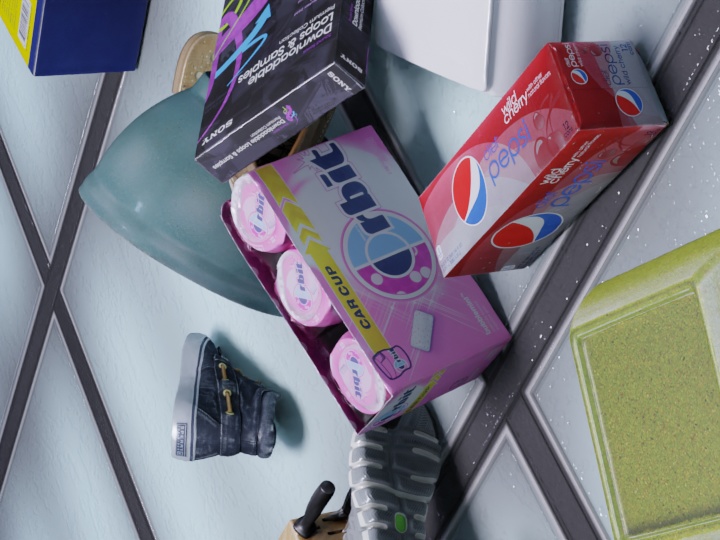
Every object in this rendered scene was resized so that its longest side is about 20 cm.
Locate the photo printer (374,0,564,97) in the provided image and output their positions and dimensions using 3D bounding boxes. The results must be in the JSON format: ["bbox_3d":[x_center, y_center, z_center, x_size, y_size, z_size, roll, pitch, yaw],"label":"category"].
[{"bbox_3d":[0.074,-0.229,1.320,0.166,0.069,0.202,34,125,56],"label":"photo printer"}]

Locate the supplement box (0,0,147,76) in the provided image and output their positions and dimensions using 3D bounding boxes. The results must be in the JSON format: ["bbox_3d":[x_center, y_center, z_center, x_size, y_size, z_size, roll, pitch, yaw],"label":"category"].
[{"bbox_3d":[-0.294,-0.291,1.958,0.200,0.108,0.110,56,142,41],"label":"supplement box"}]

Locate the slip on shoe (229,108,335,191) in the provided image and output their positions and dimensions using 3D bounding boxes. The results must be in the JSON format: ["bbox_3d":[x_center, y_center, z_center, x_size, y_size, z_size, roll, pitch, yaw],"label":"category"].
[{"bbox_3d":[-0.049,-0.144,1.499,0.061,0.076,0.201,114,177,-74],"label":"slip on shoe"}]

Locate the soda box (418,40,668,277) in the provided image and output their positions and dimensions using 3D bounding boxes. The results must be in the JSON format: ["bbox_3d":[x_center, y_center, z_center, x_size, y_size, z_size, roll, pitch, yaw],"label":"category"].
[{"bbox_3d":[0.111,-0.069,1.281,0.200,0.070,0.064,-50,51,54],"label":"soda box"}]

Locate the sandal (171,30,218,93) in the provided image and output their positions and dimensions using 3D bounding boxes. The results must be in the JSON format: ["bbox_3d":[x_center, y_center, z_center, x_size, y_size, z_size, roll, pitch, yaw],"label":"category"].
[{"bbox_3d":[-0.132,-0.096,1.728,0.070,0.077,0.213,-148,62,-63],"label":"sandal"}]

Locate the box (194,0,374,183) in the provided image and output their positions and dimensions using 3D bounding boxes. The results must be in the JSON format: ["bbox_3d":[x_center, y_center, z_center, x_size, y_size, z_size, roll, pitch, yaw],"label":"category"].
[{"bbox_3d":[-0.049,-0.171,1.430,0.143,0.036,0.201,-32,37,33],"label":"box"}]

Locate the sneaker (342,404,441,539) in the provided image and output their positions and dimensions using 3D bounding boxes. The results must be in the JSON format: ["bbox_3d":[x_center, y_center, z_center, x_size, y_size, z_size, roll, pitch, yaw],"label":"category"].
[{"bbox_3d":[0.000,0.189,1.477,0.115,0.075,0.201,-42,35,46],"label":"sneaker"}]

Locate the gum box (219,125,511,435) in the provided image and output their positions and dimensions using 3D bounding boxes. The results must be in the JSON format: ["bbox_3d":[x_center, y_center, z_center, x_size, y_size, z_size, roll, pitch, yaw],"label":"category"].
[{"bbox_3d":[0.000,0.000,1.409,0.201,0.113,0.066,57,144,16],"label":"gum box"}]

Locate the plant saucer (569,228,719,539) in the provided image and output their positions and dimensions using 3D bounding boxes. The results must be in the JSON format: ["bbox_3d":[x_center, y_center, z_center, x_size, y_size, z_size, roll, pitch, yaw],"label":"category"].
[{"bbox_3d":[0.192,0.085,1.185,0.200,0.048,0.201,-30,69,60],"label":"plant saucer"}]

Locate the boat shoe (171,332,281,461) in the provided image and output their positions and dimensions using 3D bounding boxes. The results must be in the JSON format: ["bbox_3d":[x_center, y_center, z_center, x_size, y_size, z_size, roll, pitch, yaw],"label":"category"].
[{"bbox_3d":[-0.115,0.115,1.759,0.200,0.090,0.071,-94,9,-69],"label":"boat shoe"}]

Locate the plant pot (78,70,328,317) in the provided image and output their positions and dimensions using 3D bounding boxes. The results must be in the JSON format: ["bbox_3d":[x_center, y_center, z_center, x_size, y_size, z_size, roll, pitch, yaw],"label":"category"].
[{"bbox_3d":[-0.104,-0.073,1.590,0.135,0.200,0.200,-59,38,9],"label":"plant pot"}]

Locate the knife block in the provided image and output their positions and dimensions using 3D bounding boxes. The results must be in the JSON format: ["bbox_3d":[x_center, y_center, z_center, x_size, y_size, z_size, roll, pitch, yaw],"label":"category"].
[{"bbox_3d":[-0.032,0.229,1.621,0.200,0.064,0.177,16,109,61],"label":"knife block"}]
